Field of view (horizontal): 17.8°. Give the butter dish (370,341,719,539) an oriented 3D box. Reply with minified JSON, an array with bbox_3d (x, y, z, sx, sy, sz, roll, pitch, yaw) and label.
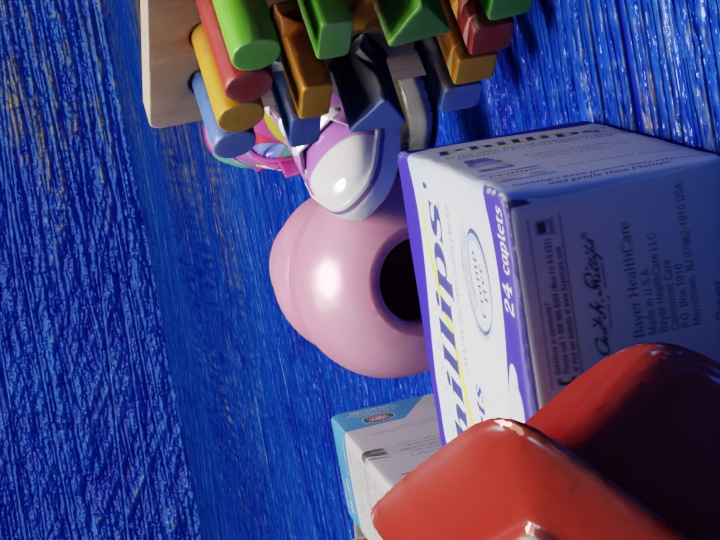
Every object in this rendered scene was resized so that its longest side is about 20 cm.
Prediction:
[{"bbox_3d":[0.131,0.098,0.894,0.200,0.148,0.199,39,158,-1],"label":"butter dish"}]

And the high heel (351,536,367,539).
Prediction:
[{"bbox_3d":[0.032,0.225,1.597,0.200,0.067,0.097,128,141,-56],"label":"high heel"}]

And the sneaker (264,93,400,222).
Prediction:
[{"bbox_3d":[-0.052,-0.117,1.355,0.073,0.114,0.201,-45,48,28],"label":"sneaker"}]

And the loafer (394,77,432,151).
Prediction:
[{"bbox_3d":[0.003,-0.068,1.540,0.200,0.069,0.075,94,162,-53],"label":"loafer"}]

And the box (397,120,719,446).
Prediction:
[{"bbox_3d":[0.099,0.035,1.061,0.200,0.104,0.185,-145,46,-76],"label":"box"}]

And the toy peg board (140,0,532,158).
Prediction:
[{"bbox_3d":[-0.008,-0.124,1.199,0.200,0.199,0.098,98,158,-58],"label":"toy peg board"}]

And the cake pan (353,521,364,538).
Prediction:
[{"bbox_3d":[0.037,0.251,1.770,0.200,0.037,0.201,169,90,-79],"label":"cake pan"}]

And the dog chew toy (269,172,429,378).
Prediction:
[{"bbox_3d":[0.000,0.000,1.442,0.200,0.124,0.125,-170,69,-69],"label":"dog chew toy"}]

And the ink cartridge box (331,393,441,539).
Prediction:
[{"bbox_3d":[0.063,0.127,1.308,0.200,0.115,0.067,-137,38,-73],"label":"ink cartridge box"}]

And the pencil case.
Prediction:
[{"bbox_3d":[-0.078,-0.120,1.876,0.200,0.088,0.089,-158,57,-79],"label":"pencil case"}]
